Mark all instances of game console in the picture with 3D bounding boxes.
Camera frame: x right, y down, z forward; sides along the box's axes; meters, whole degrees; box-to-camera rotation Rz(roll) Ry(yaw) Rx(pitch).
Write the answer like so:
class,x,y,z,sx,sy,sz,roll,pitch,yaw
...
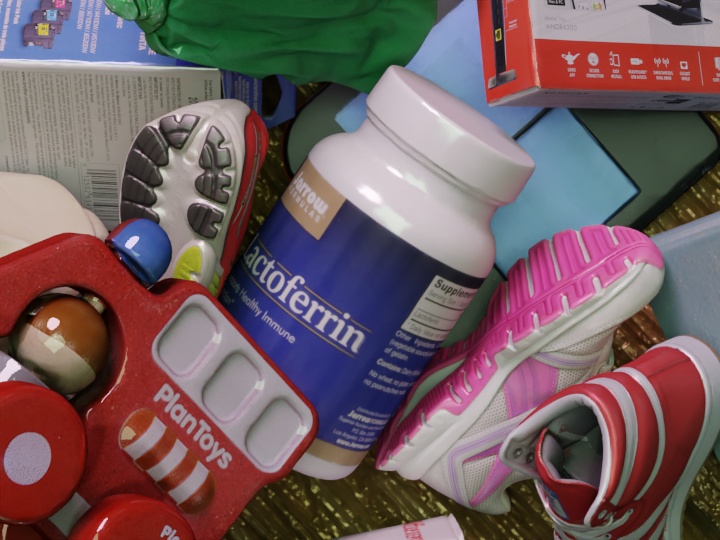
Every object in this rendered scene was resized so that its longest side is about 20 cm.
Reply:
class,x,y,z,sx,sy,sz,roll,pitch,yaw
game console,0.075,-0.069,1.428,0.200,0.031,0.177,-41,85,-3

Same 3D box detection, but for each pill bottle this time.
class,x,y,z,sx,sy,sz,roll,pitch,yaw
pill bottle,0.000,0.000,1.356,0.116,0.116,0.200,34,101,4

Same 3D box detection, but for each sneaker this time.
class,x,y,z,sx,sy,sz,roll,pitch,yaw
sneaker,-0.093,0.003,1.324,0.077,0.085,0.201,31,114,13
sneaker,0.099,0.055,1.371,0.088,0.081,0.200,35,122,-17
sneaker,0.119,0.133,1.331,0.071,0.112,0.201,32,123,36

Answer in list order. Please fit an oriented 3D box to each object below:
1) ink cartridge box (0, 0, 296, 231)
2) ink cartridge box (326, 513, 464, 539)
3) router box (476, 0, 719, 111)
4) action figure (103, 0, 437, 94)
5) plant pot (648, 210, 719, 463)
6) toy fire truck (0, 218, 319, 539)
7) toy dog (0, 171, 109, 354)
class,x,y,z,sx,sy,sz,roll,pitch,yaw
ink cartridge box,-0.135,-0.088,1.373,0.199,0.137,0.077,4,51,1
ink cartridge box,-0.038,0.191,1.339,0.199,0.147,0.083,-12,89,0
router box,0.152,-0.178,1.382,0.199,0.049,0.180,-2,83,-32
action figure,-0.044,-0.138,1.290,0.055,0.199,0.118,51,129,34
plant pot,0.294,0.023,1.301,0.196,0.200,0.197,-21,84,-24
toy fire truck,-0.127,0.068,1.238,0.168,0.112,0.200,-51,118,-20
toy dog,-0.240,0.029,1.352,0.140,0.194,0.200,48,116,21
